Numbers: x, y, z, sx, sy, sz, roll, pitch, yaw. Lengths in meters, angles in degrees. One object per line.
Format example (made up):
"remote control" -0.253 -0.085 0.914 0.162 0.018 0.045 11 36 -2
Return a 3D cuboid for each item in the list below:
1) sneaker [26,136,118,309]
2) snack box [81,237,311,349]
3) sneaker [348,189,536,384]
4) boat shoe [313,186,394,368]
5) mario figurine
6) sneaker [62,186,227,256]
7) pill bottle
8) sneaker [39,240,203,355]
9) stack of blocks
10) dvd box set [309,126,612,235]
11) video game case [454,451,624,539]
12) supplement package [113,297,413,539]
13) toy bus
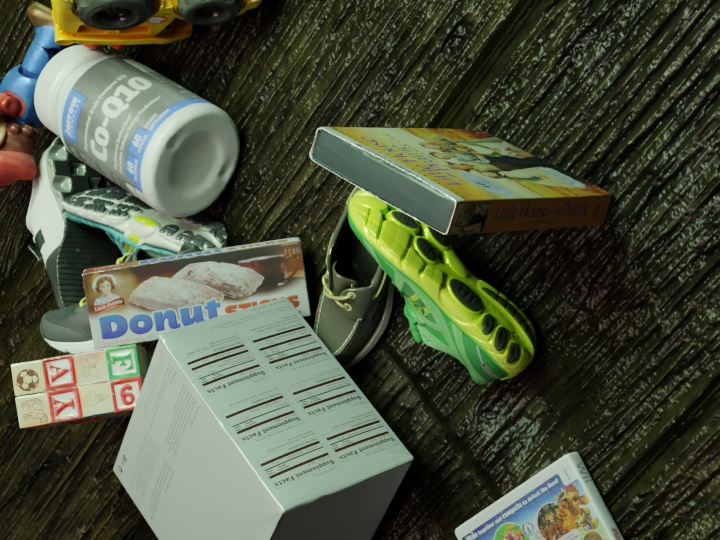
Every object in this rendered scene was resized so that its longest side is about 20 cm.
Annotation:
"sneaker" -0.306 -0.034 1.651 0.088 0.074 0.201 -27 63 45
"snack box" -0.148 0.020 1.443 0.024 0.199 0.072 -119 21 -77
"sneaker" 0.054 0.018 1.300 0.200 0.074 0.084 48 134 4
"boat shoe" -0.002 -0.002 1.383 0.072 0.060 0.202 39 117 32
"mario figurine" -0.365 -0.180 1.633 0.106 0.123 0.200 24 86 53
"sneaker" -0.218 -0.028 1.563 0.200 0.077 0.080 25 121 30
"pill bottle" -0.221 -0.141 1.535 0.200 0.114 0.114 31 113 36
"sneaker" -0.219 0.021 1.506 0.199 0.075 0.085 -13 111 17
"stack of blocks" -0.255 0.113 1.512 0.115 0.200 0.059 -10 85 -2
"dvd box set" 0.079 -0.072 1.212 0.146 0.200 0.029 31 113 37
"video game case" 0.169 0.267 1.278 0.143 0.018 0.200 -41 67 37
"supplement package" -0.091 0.171 1.396 0.200 0.147 0.191 51 137 27
"toy bus" -0.201 -0.269 1.491 0.192 0.199 0.136 125 140 -66
